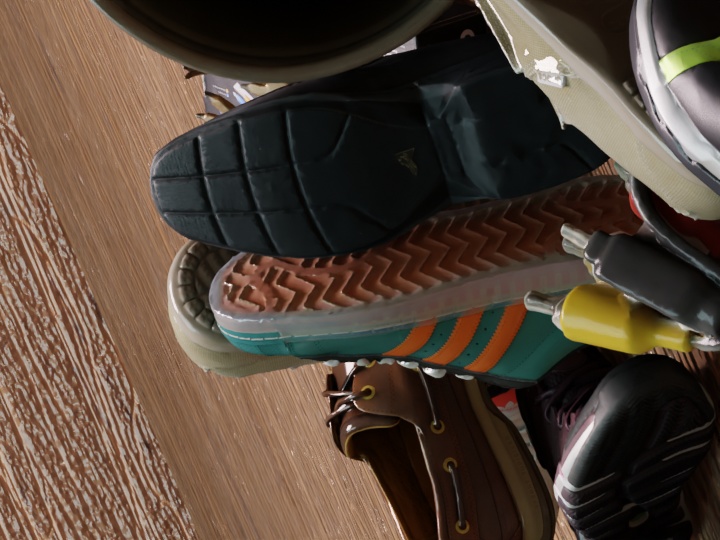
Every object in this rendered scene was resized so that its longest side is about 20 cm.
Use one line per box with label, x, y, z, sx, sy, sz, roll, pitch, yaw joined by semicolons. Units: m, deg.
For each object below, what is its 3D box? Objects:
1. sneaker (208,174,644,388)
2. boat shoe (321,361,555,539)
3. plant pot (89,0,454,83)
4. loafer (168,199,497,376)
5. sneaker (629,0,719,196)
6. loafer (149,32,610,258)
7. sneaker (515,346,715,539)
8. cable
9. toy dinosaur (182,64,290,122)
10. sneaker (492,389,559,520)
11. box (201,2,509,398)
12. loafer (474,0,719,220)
sneaker;0.039;0.019;1.087;0.071;0.199;0.080;-95;-4;-51
boat shoe;0.017;0.059;1.226;0.200;0.067;0.072;61;148;10
plant pot;-0.032;-0.182;1.098;0.174;0.200;0.200;-65;-48;-84
loafer;0.000;0.000;1.174;0.068;0.199;0.076;130;126;-60
sneaker;0.161;-0.042;0.816;0.200;0.072;0.083;57;141;32
loafer;0.012;-0.056;1.070;0.072;0.199;0.073;-80;-21;-66
sneaker;0.104;0.063;1.192;0.200;0.075;0.116;87;158;-61
cable;0.151;0.015;0.971;0.200;0.097;0.050;34;-176;34
toy dinosaur;-0.016;-0.094;1.151;0.200;0.106;0.061;25;130;15
sneaker;0.065;0.072;1.369;0.093;0.070;0.200;-130;23;-68
box;-0.006;-0.049;1.303;0.200;0.050;0.199;21;126;50
loafer;0.087;-0.091;0.960;0.200;0.076;0.068;57;161;30
